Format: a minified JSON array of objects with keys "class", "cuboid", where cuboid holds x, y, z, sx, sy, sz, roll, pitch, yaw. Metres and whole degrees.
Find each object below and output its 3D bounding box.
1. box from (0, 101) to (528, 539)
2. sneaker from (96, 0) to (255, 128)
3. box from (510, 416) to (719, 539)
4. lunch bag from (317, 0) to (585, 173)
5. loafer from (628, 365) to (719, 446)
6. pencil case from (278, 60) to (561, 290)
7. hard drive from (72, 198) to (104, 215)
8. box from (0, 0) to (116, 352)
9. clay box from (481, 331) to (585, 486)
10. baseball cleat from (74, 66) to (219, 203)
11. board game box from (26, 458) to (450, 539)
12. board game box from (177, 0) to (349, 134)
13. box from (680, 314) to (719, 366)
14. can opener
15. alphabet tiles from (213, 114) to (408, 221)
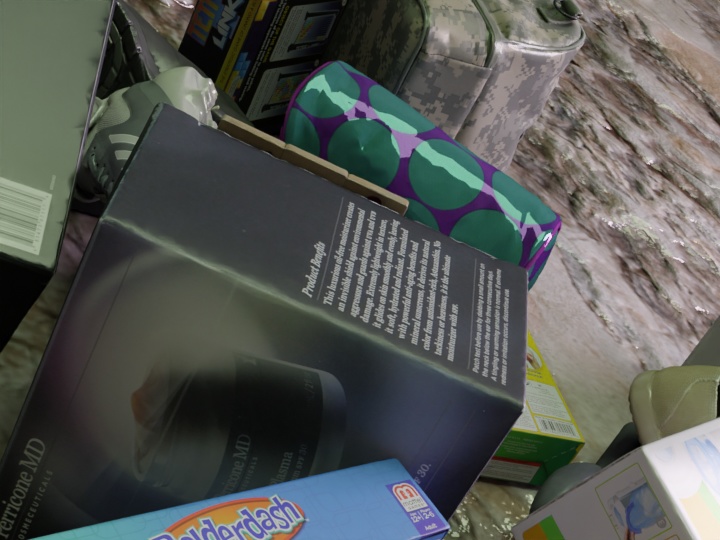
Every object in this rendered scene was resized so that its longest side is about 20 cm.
[{"class":"box","cuboid":[-0.052,0.063,0.656,0.197,0.201,0.123,24,31,-7]},{"class":"sneaker","cuboid":[-0.136,-0.117,0.929,0.200,0.076,0.091,48,18,14]},{"class":"box","cuboid":[0.187,0.190,0.711,0.112,0.101,0.201,-9,65,-47]},{"class":"lunch bag","cuboid":[0.064,-0.131,1.055,0.167,0.201,0.140,8,38,-26]},{"class":"loafer","cuboid":[0.228,0.147,0.846,0.075,0.068,0.201,2,63,-51]},{"class":"pencil case","cuboid":[0.037,-0.052,0.926,0.199,0.085,0.093,35,68,7]},{"class":"hard drive","cuboid":[-0.229,-0.122,0.946,0.139,0.038,0.201,15,34,-22]},{"class":"box","cuboid":[-0.195,-0.059,0.713,0.078,0.141,0.201,18,54,-20]},{"class":"clay box","cuboid":[0.060,0.051,0.920,0.114,0.048,0.200,13,32,-26]},{"class":"baseball cleat","cuboid":[-0.130,-0.043,0.794,0.106,0.070,0.201,-13,36,9]},{"class":"board game box","cuboid":[-0.075,0.155,0.545,0.199,0.153,0.045,-5,44,-45]},{"class":"board game box","cuboid":[-0.054,-0.200,1.050,0.057,0.201,0.165,38,30,19]},{"class":"box","cuboid":[0.348,0.094,0.950,0.199,0.200,0.172,3,38,-40]},{"class":"can opener","cuboid":[0.161,0.136,0.859,0.052,0.067,0.200,11,18,25]},{"class":"alphabet tiles","cuboid":[-0.062,0.022,0.707,0.166,0.201,0.008,25,31,-8]}]
